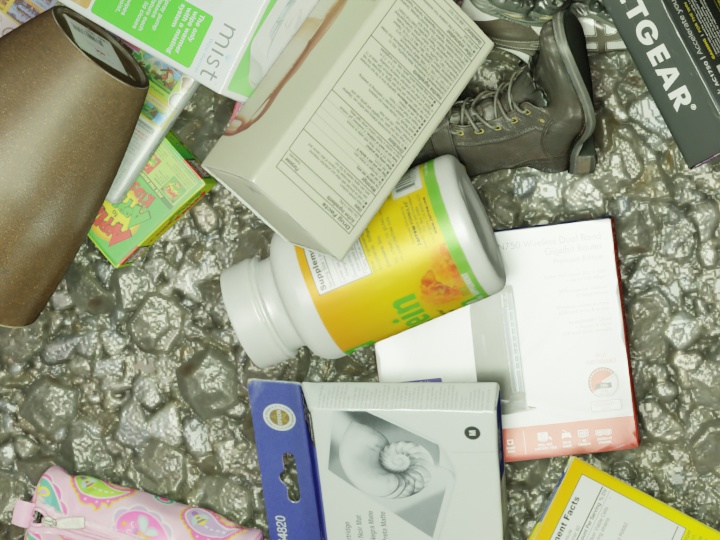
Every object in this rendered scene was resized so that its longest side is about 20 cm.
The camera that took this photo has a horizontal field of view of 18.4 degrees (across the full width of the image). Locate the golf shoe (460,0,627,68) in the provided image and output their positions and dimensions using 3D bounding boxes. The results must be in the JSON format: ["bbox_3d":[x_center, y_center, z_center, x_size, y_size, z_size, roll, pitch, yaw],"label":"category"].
[{"bbox_3d":[0.165,-0.194,1.699,0.199,0.095,0.078,10,57,-23],"label":"golf shoe"}]

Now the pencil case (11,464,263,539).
[{"bbox_3d":[-0.178,0.220,1.789,0.199,0.087,0.088,18,97,7],"label":"pencil case"}]

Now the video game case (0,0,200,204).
[{"bbox_3d":[-0.220,-0.183,1.751,0.199,0.023,0.183,36,98,6],"label":"video game case"}]

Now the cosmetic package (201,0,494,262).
[{"bbox_3d":[-0.009,-0.120,1.609,0.103,0.087,0.201,43,77,-31],"label":"cosmetic package"}]

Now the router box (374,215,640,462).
[{"bbox_3d":[0.110,0.058,1.746,0.198,0.049,0.181,-7,93,10],"label":"router box"}]

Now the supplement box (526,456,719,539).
[{"bbox_3d":[0.217,0.247,1.692,0.199,0.110,0.109,28,65,7],"label":"supplement box"}]

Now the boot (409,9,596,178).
[{"bbox_3d":[0.089,-0.115,1.678,0.173,0.200,0.070,-6,58,4],"label":"boot"}]

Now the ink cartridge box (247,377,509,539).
[{"bbox_3d":[0.015,0.173,1.729,0.198,0.041,0.201,0,125,11],"label":"ink cartridge box"}]

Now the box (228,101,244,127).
[{"bbox_3d":[-0.028,-0.173,1.728,0.095,0.100,0.201,18,97,8],"label":"box"}]

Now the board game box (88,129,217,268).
[{"bbox_3d":[-0.220,-0.111,1.790,0.102,0.048,0.200,-42,86,10],"label":"board game box"}]

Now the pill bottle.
[{"bbox_3d":[0.000,0.000,1.679,0.199,0.111,0.112,-23,90,11],"label":"pill bottle"}]

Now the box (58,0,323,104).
[{"bbox_3d":[-0.102,-0.247,1.648,0.176,0.097,0.201,32,98,25],"label":"box"}]

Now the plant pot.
[{"bbox_3d":[-0.256,-0.094,1.667,0.187,0.187,0.200,43,105,4],"label":"plant pot"}]

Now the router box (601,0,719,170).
[{"bbox_3d":[0.251,-0.191,1.654,0.051,0.149,0.201,-28,89,42],"label":"router box"}]
